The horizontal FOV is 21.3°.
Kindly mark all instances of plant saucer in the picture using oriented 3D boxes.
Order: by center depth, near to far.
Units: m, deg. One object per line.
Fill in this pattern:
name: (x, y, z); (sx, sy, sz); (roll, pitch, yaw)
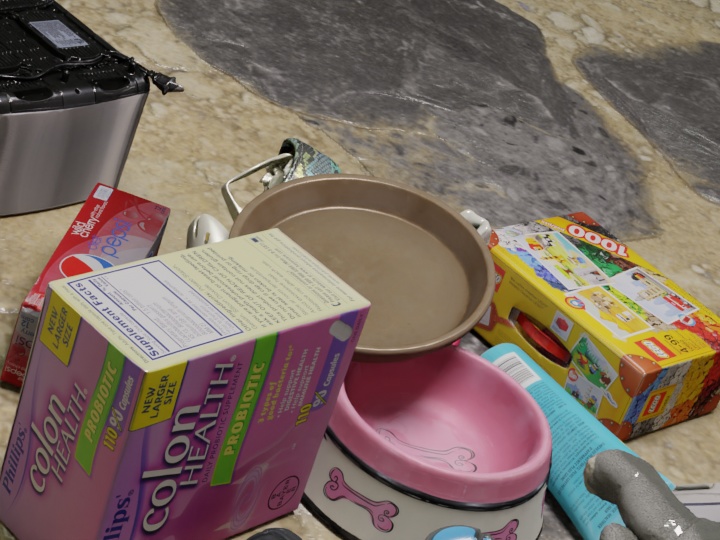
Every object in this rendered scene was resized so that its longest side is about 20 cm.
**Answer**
plant saucer: (0.000, 0.000, 1.408); (0.199, 0.030, 0.201); (7, 41, -6)

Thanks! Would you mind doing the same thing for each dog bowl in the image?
dog bowl: (0.048, 0.122, 1.366); (0.199, 0.074, 0.200); (15, 29, -9)

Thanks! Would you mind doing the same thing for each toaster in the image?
toaster: (-0.284, -0.140, 1.553); (0.200, 0.119, 0.180); (38, 34, 30)

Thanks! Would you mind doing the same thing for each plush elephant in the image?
plush elephant: (0.209, 0.239, 1.209); (0.164, 0.155, 0.200); (20, 20, -19)

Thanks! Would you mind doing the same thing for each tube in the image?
tube: (0.151, 0.129, 1.429); (0.050, 0.078, 0.200); (27, 15, -42)

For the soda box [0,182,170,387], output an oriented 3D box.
soda box: (-0.197, 0.015, 1.396); (0.063, 0.070, 0.200); (20, 29, -1)

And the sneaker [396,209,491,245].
sneaker: (0.018, -0.015, 1.504); (0.200, 0.080, 0.070); (-5, 42, -36)

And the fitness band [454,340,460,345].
fitness band: (-0.013, 0.038, 1.513); (0.199, 0.038, 0.144); (-5, 41, -36)

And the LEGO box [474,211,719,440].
LEGO box: (0.195, 0.044, 1.586); (0.149, 0.077, 0.200); (-12, 42, -44)

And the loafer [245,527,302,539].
loafer: (-0.011, 0.233, 1.156); (0.200, 0.068, 0.070); (34, 43, 28)

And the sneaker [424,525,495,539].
sneaker: (0.091, 0.255, 1.169); (0.073, 0.082, 0.201); (-15, 65, -25)

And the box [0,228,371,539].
box: (-0.113, 0.086, 1.220); (0.097, 0.176, 0.200); (38, 33, 30)

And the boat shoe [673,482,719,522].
boat shoe: (0.287, 0.179, 1.341); (0.199, 0.072, 0.066); (-9, 29, 43)

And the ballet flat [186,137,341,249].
ballet flat: (-0.094, -0.030, 1.477); (0.074, 0.074, 0.200); (30, 55, 18)
